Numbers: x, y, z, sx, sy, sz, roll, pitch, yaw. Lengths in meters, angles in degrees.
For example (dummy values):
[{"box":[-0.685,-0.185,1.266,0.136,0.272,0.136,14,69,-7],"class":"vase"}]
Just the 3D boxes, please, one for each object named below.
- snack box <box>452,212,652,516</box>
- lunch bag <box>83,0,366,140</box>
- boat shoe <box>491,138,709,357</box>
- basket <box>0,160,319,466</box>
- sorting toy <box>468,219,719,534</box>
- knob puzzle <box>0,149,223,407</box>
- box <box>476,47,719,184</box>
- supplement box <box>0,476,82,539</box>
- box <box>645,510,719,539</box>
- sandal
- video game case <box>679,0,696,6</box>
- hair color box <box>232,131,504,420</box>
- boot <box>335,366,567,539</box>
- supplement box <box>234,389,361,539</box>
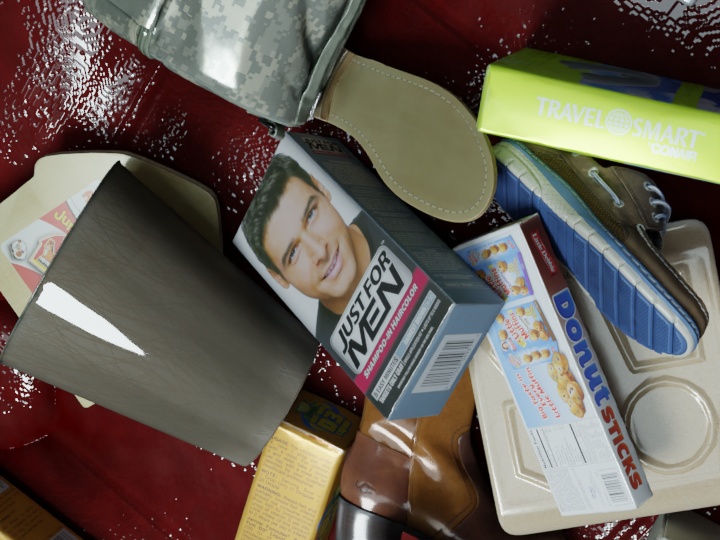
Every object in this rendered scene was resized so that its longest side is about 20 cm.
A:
[{"box":[0.128,0.067,0.825,0.072,0.024,0.203,-20,93,53],"class":"snack box"},{"box":[-0.069,-0.213,0.824,0.167,0.139,0.202,35,109,13],"class":"lunch bag"},{"box":[0.164,-0.031,0.802,0.072,0.073,0.200,-33,60,-13],"class":"boat shoe"},{"box":[-0.141,0.046,0.918,0.198,0.136,0.182,31,110,-8],"class":"basket"},{"box":[0.171,0.078,0.868,0.182,0.036,0.204,-11,95,13],"class":"sorting toy"},{"box":[-0.193,-0.011,0.987,0.215,0.031,0.224,2,109,7],"class":"knob puzzle"},{"box":[0.183,-0.096,0.784,0.197,0.122,0.048,15,108,14],"class":"box"},{"box":[-0.322,0.233,1.077,0.199,0.069,0.067,36,112,8],"class":"supplement box"},{"box":[0.291,0.254,0.879,0.198,0.068,0.083,28,112,10],"class":"box"},{"box":[0.031,-0.103,0.872,0.211,0.069,0.078,37,103,30],"class":"sandal"},{"box":[0.187,-0.303,0.778,0.181,0.023,0.202,32,113,8],"class":"video game case"},{"box":[0.000,0.000,0.862,0.200,0.060,0.100,46,119,34],"class":"hair color box"},{"box":[0.082,0.118,0.922,0.185,0.068,0.204,11,93,2],"class":"boot"},{"box":[-0.058,0.203,0.986,0.068,0.067,0.203,21,112,12],"class":"supplement box"}]
